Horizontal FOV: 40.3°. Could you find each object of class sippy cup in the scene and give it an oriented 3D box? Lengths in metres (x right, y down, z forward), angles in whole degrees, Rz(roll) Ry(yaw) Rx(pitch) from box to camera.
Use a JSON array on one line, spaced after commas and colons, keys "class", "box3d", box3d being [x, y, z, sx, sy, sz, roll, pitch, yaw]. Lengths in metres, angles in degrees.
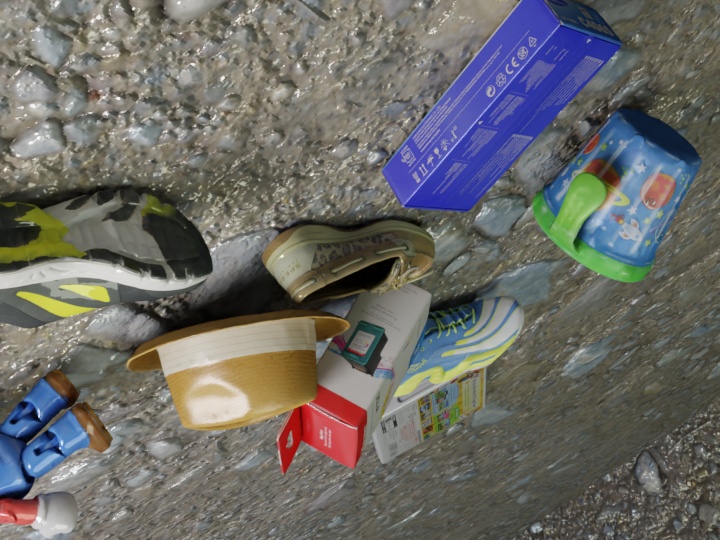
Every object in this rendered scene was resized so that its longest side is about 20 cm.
[{"class": "sippy cup", "box3d": [0.258, -0.082, 0.962, 0.138, 0.179, 0.131, 26, 120, -8]}]

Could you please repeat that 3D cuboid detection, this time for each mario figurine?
[{"class": "mario figurine", "box3d": [-0.303, 0.175, 0.801, 0.199, 0.123, 0.107, -38, 121, -17]}]

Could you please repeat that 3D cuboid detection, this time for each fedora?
[{"class": "fedora", "box3d": [-0.101, 0.091, 0.855, 0.197, 0.083, 0.201, -11, 169, -2]}]

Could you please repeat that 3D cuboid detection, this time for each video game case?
[{"class": "video game case", "box3d": [0.097, 0.197, 1.394, 0.180, 0.023, 0.201, -28, 153, -7]}]

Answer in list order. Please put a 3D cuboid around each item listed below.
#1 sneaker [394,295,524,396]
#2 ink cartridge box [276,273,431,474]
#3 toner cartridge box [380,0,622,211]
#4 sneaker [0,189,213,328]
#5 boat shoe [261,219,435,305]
[{"class": "sneaker", "box3d": [0.097, 0.078, 1.120, 0.198, 0.076, 0.105, -30, 154, -1]}, {"class": "ink cartridge box", "box3d": [-0.005, 0.113, 0.966, 0.201, 0.067, 0.117, -59, 166, -26]}, {"class": "toner cartridge box", "box3d": [0.111, -0.131, 0.798, 0.094, 0.043, 0.200, -2, 142, -48]}, {"class": "sneaker", "box3d": [-0.199, -0.004, 0.671, 0.198, 0.075, 0.085, 2, 146, -35]}, {"class": "boat shoe", "box3d": [0.000, 0.000, 0.887, 0.198, 0.063, 0.073, -5, 145, -42]}]
